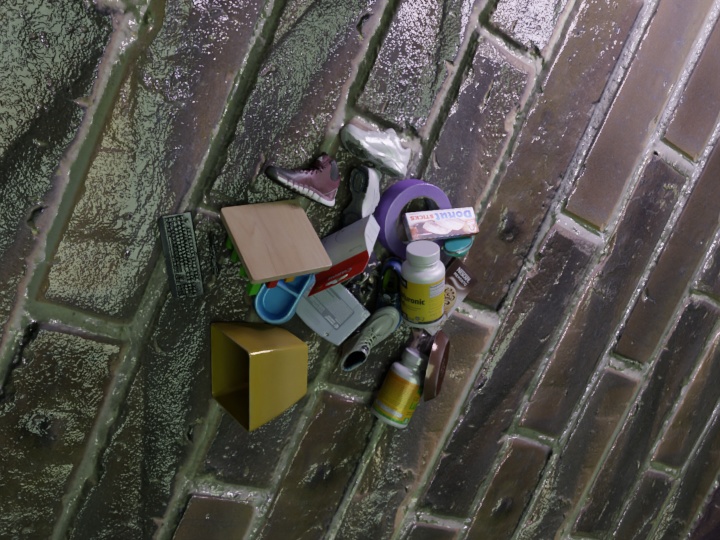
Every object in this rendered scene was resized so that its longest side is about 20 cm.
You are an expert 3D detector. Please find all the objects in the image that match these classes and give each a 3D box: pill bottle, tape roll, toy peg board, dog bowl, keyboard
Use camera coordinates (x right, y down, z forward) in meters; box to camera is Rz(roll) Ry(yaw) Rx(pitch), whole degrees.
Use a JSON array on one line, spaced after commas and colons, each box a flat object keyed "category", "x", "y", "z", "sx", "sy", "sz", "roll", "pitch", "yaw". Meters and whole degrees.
[{"category": "pill bottle", "x": 0.154, "y": 0.032, "z": 1.671, "sx": 0.111, "sy": 0.111, "sz": 0.201, "roll": -15, "pitch": 122, "yaw": -22}, {"category": "tape roll", "x": 0.136, "y": -0.130, "z": 1.732, "sx": 0.199, "sy": 0.066, "sz": 0.202, "roll": -9, "pitch": 111, "yaw": -24}, {"category": "pill bottle", "x": 0.119, "y": 0.320, "z": 1.855, "sx": 0.111, "sy": 0.111, "sz": 0.201, "roll": 21, "pitch": 97, "yaw": -31}, {"category": "toy peg board", "x": -0.203, "y": -0.047, "z": 1.534, "sx": 0.198, "sy": 0.201, "sz": 0.098, "roll": -11, "pitch": 150, "yaw": -34}, {"category": "dog bowl", "x": -0.183, "y": 0.038, "z": 1.610, "sx": 0.111, "sy": 0.050, "sz": 0.201, "roll": 30, "pitch": 92, "yaw": -4}, {"category": "keyboard", "x": -0.379, "y": -0.036, "z": 1.528, "sx": 0.126, "sy": 0.021, "sz": 0.201, "roll": -14, "pitch": 114, "yaw": -22}]

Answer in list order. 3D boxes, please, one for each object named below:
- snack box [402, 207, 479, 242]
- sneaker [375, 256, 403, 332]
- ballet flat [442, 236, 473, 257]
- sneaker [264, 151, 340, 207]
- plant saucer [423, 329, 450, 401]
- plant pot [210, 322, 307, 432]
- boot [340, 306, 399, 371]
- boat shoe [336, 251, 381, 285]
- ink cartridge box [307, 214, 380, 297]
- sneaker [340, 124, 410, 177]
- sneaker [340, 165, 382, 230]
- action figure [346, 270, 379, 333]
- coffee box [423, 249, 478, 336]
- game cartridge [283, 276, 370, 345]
[{"category": "snack box", "x": 0.203, "y": -0.116, "z": 1.700, "sx": 0.199, "sy": 0.024, "sz": 0.072, "roll": -7, "pitch": 73, "yaw": -25}, {"category": "sneaker", "x": 0.071, "y": 0.070, "z": 1.744, "sx": 0.078, "sy": 0.089, "sz": 0.201, "roll": 5, "pitch": 104, "yaw": 15}, {"category": "ballet flat", "x": 0.263, "y": -0.075, "z": 1.769, "sx": 0.200, "sy": 0.067, "sz": 0.071, "roll": -56, "pitch": 157, "yaw": -48}, {"category": "sneaker", "x": -0.125, "y": -0.232, "z": 1.565, "sx": 0.199, "sy": 0.076, "sz": 0.116, "roll": 23, "pitch": 91, "yaw": -42}, {"category": "plant saucer", "x": 0.213, "y": 0.265, "z": 1.852, "sx": 0.200, "sy": 0.034, "sz": 0.202, "roll": 12, "pitch": 90, "yaw": -74}, {"category": "plant pot", "x": -0.234, "y": 0.233, "z": 1.607, "sx": 0.176, "sy": 0.200, "sz": 0.201, "roll": -9, "pitch": 112, "yaw": -36}, {"category": "boot", "x": 0.024, "y": 0.181, "z": 1.720, "sx": 0.073, "sy": 0.096, "sz": 0.200, "roll": 37, "pitch": 118, "yaw": -12}, {"category": "boat shoe", "x": 0.000, "y": 0.000, "z": 1.612, "sx": 0.074, "sy": 0.200, "sz": 0.060, "roll": -36, "pitch": 94, "yaw": 21}, {"category": "ink cartridge box", "x": -0.047, "y": -0.035, "z": 1.554, "sx": 0.159, "sy": 0.200, "sz": 0.047, "roll": -25, "pitch": 113, "yaw": 28}, {"category": "sneaker", "x": 0.039, "y": -0.307, "z": 1.625, "sx": 0.199, "sy": 0.078, "sz": 0.100, "roll": 29, "pitch": 76, "yaw": -32}, {"category": "sneaker", "x": 0.010, "y": -0.158, "z": 1.656, "sx": 0.087, "sy": 0.074, "sz": 0.201, "roll": -11, "pitch": 124, "yaw": -49}, {"category": "action figure", "x": -0.021, "y": 0.055, "z": 1.717, "sx": 0.129, "sy": 0.069, "sz": 0.201, "roll": 16, "pitch": 85, "yaw": -24}, {"category": "coffee box", "x": 0.209, "y": 0.060, "z": 1.828, "sx": 0.200, "sy": 0.080, "sz": 0.113, "roll": -50, "pitch": 121, "yaw": -3}, {"category": "game cartridge", "x": -0.090, "y": 0.081, "z": 1.660, "sx": 0.133, "sy": 0.040, "sz": 0.200, "roll": -43, "pitch": 95, "yaw": -2}]
